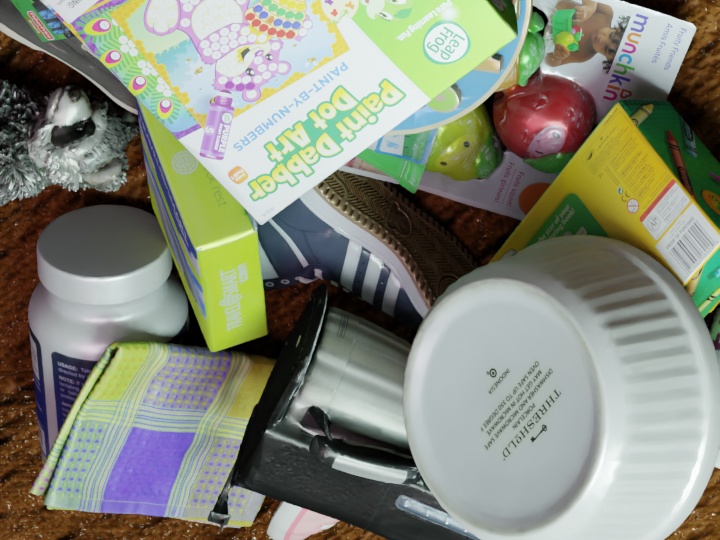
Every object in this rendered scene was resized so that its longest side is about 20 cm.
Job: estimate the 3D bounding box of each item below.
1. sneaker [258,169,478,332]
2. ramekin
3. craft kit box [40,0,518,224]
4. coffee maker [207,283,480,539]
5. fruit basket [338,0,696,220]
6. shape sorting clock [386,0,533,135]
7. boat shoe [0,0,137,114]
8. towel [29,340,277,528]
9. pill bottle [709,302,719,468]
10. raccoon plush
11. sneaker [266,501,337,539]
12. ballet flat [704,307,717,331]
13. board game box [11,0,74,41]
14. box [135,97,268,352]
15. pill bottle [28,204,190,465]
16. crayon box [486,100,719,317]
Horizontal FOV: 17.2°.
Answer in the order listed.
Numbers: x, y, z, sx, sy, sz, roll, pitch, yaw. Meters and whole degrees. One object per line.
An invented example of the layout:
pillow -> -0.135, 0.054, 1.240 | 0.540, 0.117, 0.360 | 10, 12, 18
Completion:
sneaker -> 0.000, 0.000, 1.648 | 0.200, 0.070, 0.108 | 44, 131, -18
ramekin -> 0.114, 0.080, 1.450 | 0.202, 0.094, 0.203 | 2, 93, 42
craft kit box -> -0.047, -0.154, 1.374 | 0.200, 0.049, 0.198 | -36, 118, 19
coffee maker -> 0.026, 0.125, 1.630 | 0.200, 0.135, 0.192 | 24, 147, -7
fruit basket -> 0.090, -0.108, 1.525 | 0.200, 0.094, 0.185 | 20, 128, 0
shape sorting clock -> 0.005, -0.171, 1.425 | 0.200, 0.039, 0.200 | 6, 120, 10
boat shoe -> -0.161, -0.156, 1.588 | 0.200, 0.067, 0.057 | 26, 145, 3
towel -> -0.127, 0.119, 1.706 | 0.200, 0.023, 0.144 | 14, 111, -44
pill bottle -> 0.281, 0.033, 1.500 | 0.113, 0.113, 0.200 | 17, 95, 6
raccoon plush -> -0.231, -0.076, 1.687 | 0.134, 0.097, 0.200 | 15, 158, -8
sneaker -> 0.015, 0.155, 1.747 | 0.105, 0.075, 0.200 | 36, 124, -2
ballet flat -> 0.219, 0.057, 1.590 | 0.200, 0.072, 0.072 | -3, 124, 5
board game box -> -0.171, -0.214, 1.449 | 0.200, 0.037, 0.151 | -2, 131, 48
box -> -0.103, -0.039, 1.560 | 0.048, 0.122, 0.200 | -20, 158, -9
pill bottle -> -0.180, 0.059, 1.721 | 0.116, 0.116, 0.200 | 10, 127, 12
crayon box -> 0.156, 0.003, 1.511 | 0.200, 0.058, 0.119 | -53, 58, 31
